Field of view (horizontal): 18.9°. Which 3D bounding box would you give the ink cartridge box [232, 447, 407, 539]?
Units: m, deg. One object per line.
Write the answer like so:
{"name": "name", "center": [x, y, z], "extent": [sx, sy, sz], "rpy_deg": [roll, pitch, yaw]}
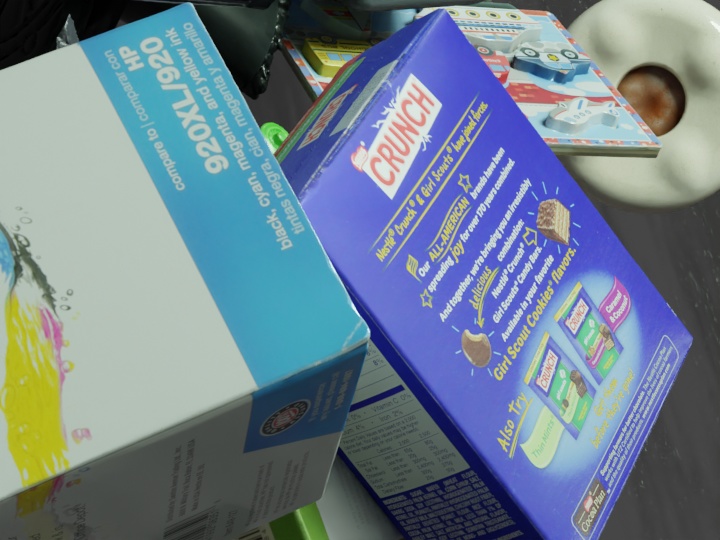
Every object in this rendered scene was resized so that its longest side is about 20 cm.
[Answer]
{"name": "ink cartridge box", "center": [-0.006, 0.055, 0.989], "extent": [0.199, 0.075, 0.149], "rpy_deg": [-12, 79, -51]}

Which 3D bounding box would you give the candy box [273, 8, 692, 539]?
{"name": "candy box", "center": [0.041, 0.015, 0.942], "extent": [0.201, 0.077, 0.169], "rpy_deg": [53, 42, -15]}

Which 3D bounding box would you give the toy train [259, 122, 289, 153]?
{"name": "toy train", "center": [0.000, 0.000, 1.142], "extent": [0.200, 0.042, 0.057], "rpy_deg": [40, 42, -18]}

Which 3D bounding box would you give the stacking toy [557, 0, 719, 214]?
{"name": "stacking toy", "center": [0.206, -0.116, 1.495], "extent": [0.147, 0.146, 0.200], "rpy_deg": [53, 12, 4]}

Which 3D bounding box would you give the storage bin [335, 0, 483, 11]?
{"name": "storage bin", "center": [-0.001, -0.220, 1.191], "extent": [0.144, 0.136, 0.200], "rpy_deg": [-6, 16, -20]}

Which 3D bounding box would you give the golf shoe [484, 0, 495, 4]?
{"name": "golf shoe", "center": [0.023, -0.139, 1.306], "extent": [0.094, 0.078, 0.200], "rpy_deg": [28, 32, -4]}

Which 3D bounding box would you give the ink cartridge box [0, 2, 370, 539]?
{"name": "ink cartridge box", "center": [-0.122, 0.032, 0.745], "extent": [0.199, 0.148, 0.145], "rpy_deg": [-22, 69, -18]}

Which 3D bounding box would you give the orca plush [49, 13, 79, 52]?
{"name": "orca plush", "center": [-0.112, -0.047, 1.021], "extent": [0.200, 0.071, 0.106], "rpy_deg": [16, 71, -60]}

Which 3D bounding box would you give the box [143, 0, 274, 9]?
{"name": "box", "center": [-0.110, -0.230, 1.009], "extent": [0.200, 0.104, 0.148], "rpy_deg": [52, 26, 18]}

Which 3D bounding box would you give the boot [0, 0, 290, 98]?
{"name": "boot", "center": [-0.109, -0.139, 1.103], "extent": [0.162, 0.073, 0.199], "rpy_deg": [31, 34, -36]}

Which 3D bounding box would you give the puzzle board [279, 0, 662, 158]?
{"name": "puzzle board", "center": [0.053, -0.113, 1.201], "extent": [0.198, 0.018, 0.151], "rpy_deg": [1, 36, -27]}
